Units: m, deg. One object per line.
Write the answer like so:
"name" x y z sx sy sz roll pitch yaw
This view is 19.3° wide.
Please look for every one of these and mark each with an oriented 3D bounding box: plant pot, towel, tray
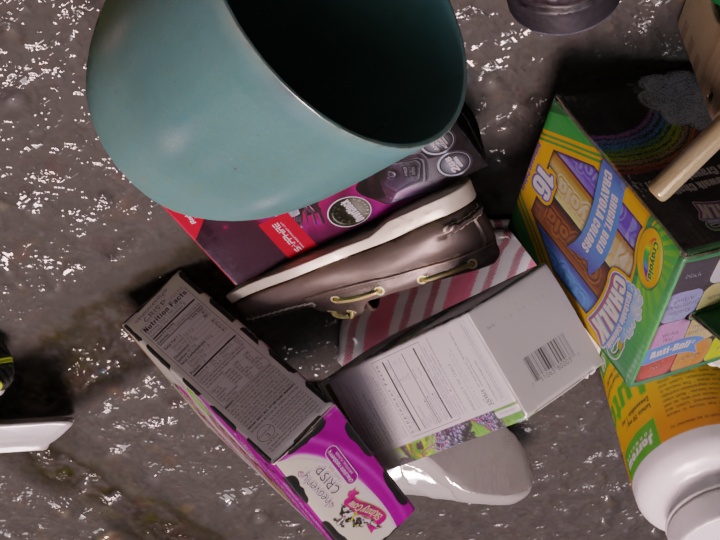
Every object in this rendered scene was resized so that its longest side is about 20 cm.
"plant pot" -0.064 -0.122 1.235 0.200 0.201 0.161 27 137 -33
"towel" 0.089 0.022 1.530 0.199 0.030 0.147 1 135 -11
"tray" -0.306 0.122 1.520 0.199 0.022 0.107 -3 177 -7

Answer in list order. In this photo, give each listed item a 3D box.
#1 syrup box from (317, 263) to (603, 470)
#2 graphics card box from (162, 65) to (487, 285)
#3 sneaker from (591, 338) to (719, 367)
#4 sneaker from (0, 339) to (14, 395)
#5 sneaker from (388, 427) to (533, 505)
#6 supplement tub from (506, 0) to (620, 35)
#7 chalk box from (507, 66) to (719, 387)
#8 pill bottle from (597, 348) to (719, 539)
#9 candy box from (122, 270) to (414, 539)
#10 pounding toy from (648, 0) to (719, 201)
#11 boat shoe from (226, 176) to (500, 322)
"syrup box" 0.063 0.070 1.432 0.079 0.082 0.200 -30 180 -35
"graphics card box" -0.032 -0.078 1.385 0.200 0.051 0.126 -25 135 15
"sneaker" 0.236 0.036 1.479 0.200 0.085 0.073 -10 141 17
"sneaker" -0.342 0.065 1.461 0.200 0.076 0.076 21 129 -27
"sneaker" 0.032 0.146 1.634 0.200 0.075 0.089 14 145 -17
"supplement tub" 0.106 -0.230 1.207 0.107 0.107 0.200 -13 137 3
"chalk box" 0.208 -0.015 1.367 0.125 0.200 0.124 -13 142 -27
"pill bottle" 0.245 0.122 1.539 0.111 0.200 0.111 -5 137 -5
"candy box" -0.065 0.100 1.459 0.061 0.200 0.136 -43 134 -9
"pounding toy" 0.280 -0.151 1.298 0.199 0.142 0.184 2 136 -13
"boat shoe" 0.000 0.000 1.438 0.200 0.072 0.060 -23 102 25
